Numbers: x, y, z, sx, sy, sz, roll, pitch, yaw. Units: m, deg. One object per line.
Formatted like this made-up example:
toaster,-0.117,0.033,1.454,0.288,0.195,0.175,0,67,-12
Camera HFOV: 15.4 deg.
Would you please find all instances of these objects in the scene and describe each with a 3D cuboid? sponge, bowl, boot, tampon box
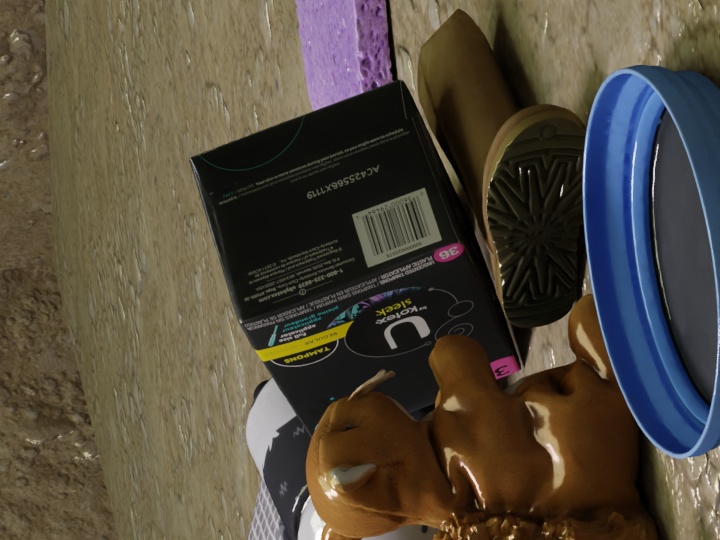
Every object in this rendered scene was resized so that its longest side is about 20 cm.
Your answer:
sponge,-0.012,-0.176,2.064,0.200,0.030,0.112,-159,61,-75
bowl,0.164,-0.006,1.361,0.201,0.039,0.202,172,90,-78
boot,0.080,-0.089,1.627,0.176,0.066,0.201,95,163,-45
tampon box,0.000,0.000,1.704,0.200,0.149,0.127,60,-170,-60

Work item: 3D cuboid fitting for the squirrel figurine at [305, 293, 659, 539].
squirrel figurine,0.067,0.134,1.545,0.142,0.185,0.201,107,152,-62

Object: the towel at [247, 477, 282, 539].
towel,-0.031,0.199,2.178,0.200,0.085,0.167,-120,39,-60

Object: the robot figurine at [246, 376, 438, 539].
robot figurine,-0.004,0.135,1.846,0.151,0.124,0.200,76,169,-45
